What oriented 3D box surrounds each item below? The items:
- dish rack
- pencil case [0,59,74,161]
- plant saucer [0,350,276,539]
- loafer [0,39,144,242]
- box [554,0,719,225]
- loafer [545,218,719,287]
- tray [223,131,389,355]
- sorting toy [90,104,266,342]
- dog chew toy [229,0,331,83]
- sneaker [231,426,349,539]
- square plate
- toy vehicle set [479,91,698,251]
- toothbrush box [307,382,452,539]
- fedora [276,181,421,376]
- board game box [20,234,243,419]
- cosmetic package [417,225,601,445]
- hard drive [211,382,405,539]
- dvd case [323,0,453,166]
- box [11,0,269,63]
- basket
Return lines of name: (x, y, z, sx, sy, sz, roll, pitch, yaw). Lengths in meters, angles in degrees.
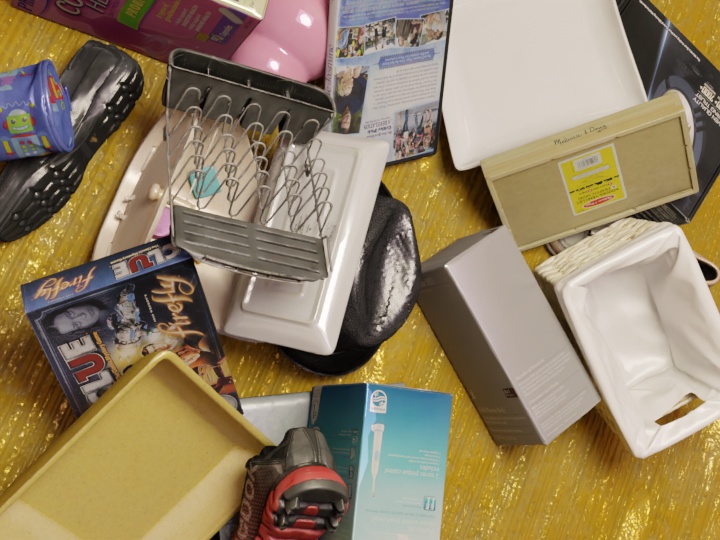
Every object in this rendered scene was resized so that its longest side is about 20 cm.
dish rack: (-0.089, -0.081, 0.936, 0.152, 0.055, 0.202, 11, 46, -24)
pencil case: (-0.335, -0.123, 0.948, 0.197, 0.087, 0.079, -7, 115, 3)
plant saucer: (-0.187, 0.172, 0.961, 0.200, 0.048, 0.200, -44, 135, -5)
loafer: (-0.271, -0.116, 1.018, 0.070, 0.068, 0.202, 29, 76, 16)
box: (0.300, -0.169, 1.239, 0.200, 0.086, 0.164, 41, 71, -12)
loafer: (0.293, -0.022, 1.229, 0.198, 0.063, 0.073, 18, 76, -19)
tray: (-0.049, -0.033, 1.010, 0.106, 0.022, 0.202, 11, 75, 16)
sorting toy: (-0.134, -0.025, 1.043, 0.179, 0.106, 0.202, 30, 68, -26)
dog chew toy: (-0.056, -0.238, 1.090, 0.124, 0.124, 0.201, 35, 79, -14)
sneaker: (-0.071, 0.208, 0.985, 0.070, 0.201, 0.099, 10, 42, -23)
square plate: (0.169, -0.216, 1.160, 0.196, 0.028, 0.202, -16, 72, 12)
toy vehicle set: (0.228, -0.093, 1.139, 0.198, 0.125, 0.027, -18, 50, 9)
toothbrush box: (0.006, 0.203, 1.003, 0.084, 0.146, 0.203, 10, 79, -20)
fedora: (0.000, 0.000, 1.064, 0.199, 0.091, 0.204, -3, 95, -42)
board game box: (-0.182, 0.070, 0.953, 0.134, 0.201, 0.035, -19, 46, -8)
cosmetic package: (0.137, 0.065, 1.132, 0.090, 0.107, 0.201, -35, 95, -21)
hard drive: (-0.046, 0.184, 1.081, 0.197, 0.033, 0.142, -3, 85, -22)
dvd case: (0.026, -0.193, 1.097, 0.141, 0.017, 0.202, -17, 124, -35)
box: (-0.187, -0.267, 1.005, 0.198, 0.176, 0.098, 19, 76, -19)
basket: (0.274, 0.058, 1.149, 0.134, 0.123, 0.202, -27, 105, -2)
